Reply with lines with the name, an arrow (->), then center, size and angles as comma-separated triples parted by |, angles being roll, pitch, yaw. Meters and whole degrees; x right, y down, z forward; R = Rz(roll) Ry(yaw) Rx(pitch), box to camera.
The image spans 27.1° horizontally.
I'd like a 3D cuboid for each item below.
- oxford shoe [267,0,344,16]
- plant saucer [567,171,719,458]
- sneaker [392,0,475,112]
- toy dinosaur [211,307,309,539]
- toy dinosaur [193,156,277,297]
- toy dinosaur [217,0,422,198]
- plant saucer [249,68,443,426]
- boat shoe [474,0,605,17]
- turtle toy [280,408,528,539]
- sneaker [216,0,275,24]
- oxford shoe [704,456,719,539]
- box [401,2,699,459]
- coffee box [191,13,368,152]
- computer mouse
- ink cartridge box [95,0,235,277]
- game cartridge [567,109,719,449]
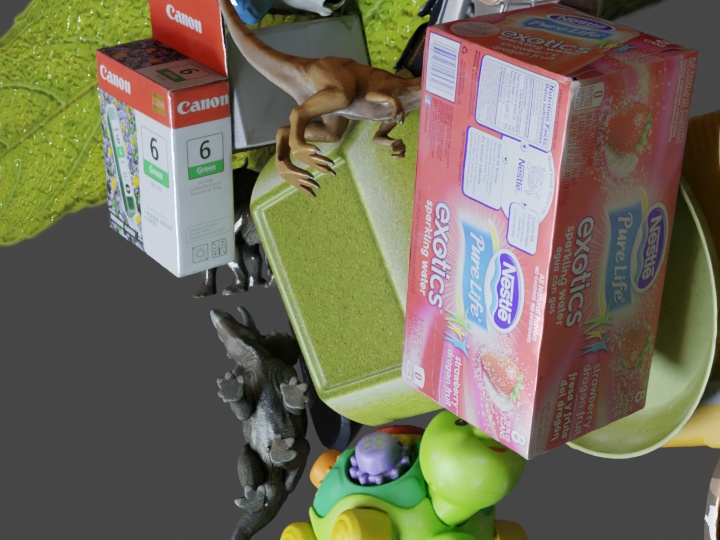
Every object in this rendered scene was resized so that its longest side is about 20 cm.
oxford shoe -> -0.041, -0.202, 1.039 | 0.058, 0.075, 0.200 | 56, 152, -16
plant saucer -> 0.130, 0.003, 0.827 | 0.200, 0.031, 0.202 | 27, 124, 49
sneaker -> 0.062, -0.130, 0.893 | 0.079, 0.078, 0.201 | 47, 134, 47
toy dinosaur -> -0.063, 0.120, 1.067 | 0.102, 0.076, 0.202 | 31, -130, -81
toy dinosaur -> -0.090, -0.036, 1.116 | 0.200, 0.076, 0.103 | 178, 82, -71
toy dinosaur -> -0.022, -0.104, 0.866 | 0.199, 0.107, 0.060 | 18, 159, 20
plant saucer -> 0.000, 0.000, 0.943 | 0.199, 0.048, 0.201 | -24, 85, 59
boat shoe -> 0.117, -0.184, 0.793 | 0.076, 0.072, 0.201 | 32, 125, 26
turtle toy -> 0.040, 0.151, 0.999 | 0.200, 0.145, 0.102 | -29, 57, 56
sneaker -> -0.018, -0.233, 0.909 | 0.090, 0.078, 0.201 | 37, 91, 27
oxford shoe -> 0.229, 0.175, 0.766 | 0.071, 0.071, 0.201 | 4, 116, 52
box -> 0.092, -0.023, 0.756 | 0.102, 0.094, 0.201 | 29, 125, 44
coffee box -> -0.091, -0.128, 1.099 | 0.199, 0.112, 0.080 | -4, 99, 57
computer mouse -> -0.016, 0.024, 1.107 | 0.141, 0.046, 0.201 | 115, 143, -51
ink cartridge box -> -0.135, -0.109, 1.020 | 0.109, 0.050, 0.201 | 31, 130, 47
game cartridge -> 0.167, 0.011, 0.827 | 0.200, 0.032, 0.178 | -13, 91, 59
